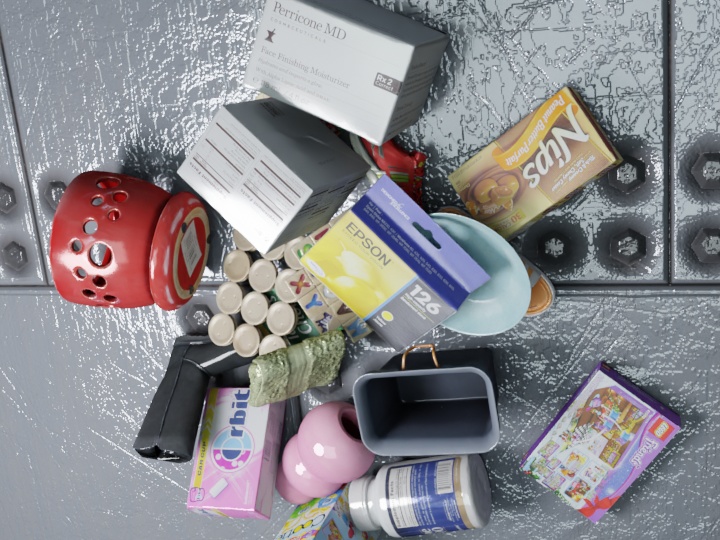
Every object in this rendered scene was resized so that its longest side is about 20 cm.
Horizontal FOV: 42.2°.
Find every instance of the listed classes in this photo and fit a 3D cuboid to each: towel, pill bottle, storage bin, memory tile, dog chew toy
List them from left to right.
[{"bbox_3d":[-0.148,0.032,1.388,0.152,0.017,0.201,18,95,28],"label":"memory tile"},{"bbox_3d":[-0.092,0.147,1.349,0.147,0.200,0.037,-19,70,-16],"label":"towel"},{"bbox_3d":[-0.064,0.291,1.437,0.124,0.125,0.200,44,122,1],"label":"dog chew toy"},{"bbox_3d":[0.088,0.341,1.404,0.199,0.111,0.112,-13,102,21],"label":"pill bottle"},{"bbox_3d":[0.104,0.167,1.332,0.199,0.134,0.147,-6,105,19],"label":"storage bin"}]

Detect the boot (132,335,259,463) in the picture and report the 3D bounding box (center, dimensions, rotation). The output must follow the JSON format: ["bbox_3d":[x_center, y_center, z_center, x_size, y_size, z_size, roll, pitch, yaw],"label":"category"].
[{"bbox_3d":[-0.244,0.193,1.418,0.164,0.201,0.066,-8,136,27],"label":"boot"}]

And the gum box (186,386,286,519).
[{"bbox_3d":[-0.189,0.276,1.444,0.113,0.066,0.201,-2,64,18],"label":"gum box"}]

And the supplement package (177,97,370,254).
[{"bbox_3d":[-0.106,-0.130,1.202,0.156,0.200,0.111,43,114,6],"label":"supplement package"}]

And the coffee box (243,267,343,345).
[{"bbox_3d":[-0.075,0.048,1.401,0.199,0.044,0.123,-28,95,23],"label":"coffee box"}]

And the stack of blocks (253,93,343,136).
[{"bbox_3d":[-0.133,-0.177,1.343,0.200,0.059,0.115,-42,91,24],"label":"stack of blocks"}]

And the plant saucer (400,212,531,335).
[{"bbox_3d":[0.139,-0.002,1.251,0.200,0.039,0.202,18,134,19],"label":"plant saucer"}]

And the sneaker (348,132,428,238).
[{"bbox_3d":[0.061,-0.126,1.288,0.085,0.077,0.201,-31,93,12],"label":"sneaker"}]

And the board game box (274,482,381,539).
[{"bbox_3d":[-0.055,0.416,1.425,0.103,0.200,0.105,-28,96,23],"label":"board game box"}]

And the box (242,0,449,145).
[{"bbox_3d":[-0.014,-0.272,1.198,0.198,0.200,0.131,24,113,10],"label":"box"}]

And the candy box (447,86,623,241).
[{"bbox_3d":[0.228,-0.134,1.230,0.200,0.055,0.116,-36,79,23],"label":"candy box"}]

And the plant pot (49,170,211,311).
[{"bbox_3d":[-0.332,-0.036,1.377,0.181,0.200,0.202,11,110,12],"label":"plant pot"}]

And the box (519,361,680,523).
[{"bbox_3d":[0.340,0.248,1.333,0.136,0.039,0.201,36,114,5],"label":"box"}]

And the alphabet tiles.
[{"bbox_3d":[0.000,0.000,1.341,0.199,0.006,0.167,-34,94,0],"label":"alphabet tiles"}]

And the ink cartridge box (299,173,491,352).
[{"bbox_3d":[0.041,-0.001,1.256,0.198,0.047,0.200,43,139,-4],"label":"ink cartridge box"}]

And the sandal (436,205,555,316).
[{"bbox_3d":[0.176,-0.004,1.296,0.206,0.059,0.079,40,114,3],"label":"sandal"}]
